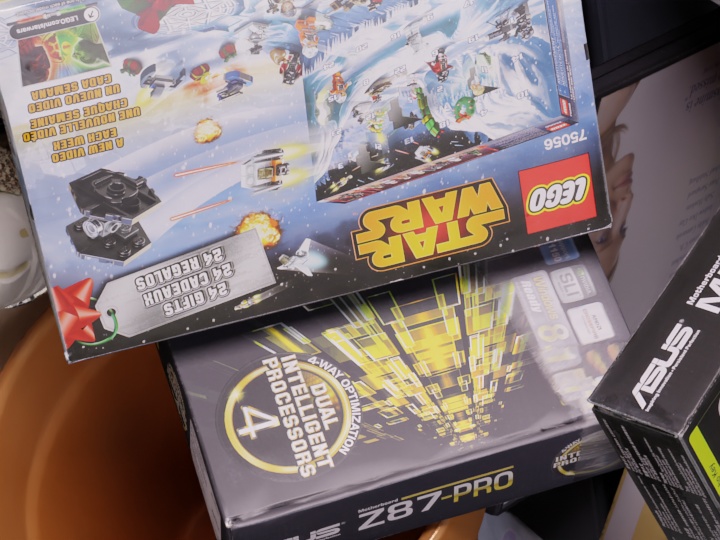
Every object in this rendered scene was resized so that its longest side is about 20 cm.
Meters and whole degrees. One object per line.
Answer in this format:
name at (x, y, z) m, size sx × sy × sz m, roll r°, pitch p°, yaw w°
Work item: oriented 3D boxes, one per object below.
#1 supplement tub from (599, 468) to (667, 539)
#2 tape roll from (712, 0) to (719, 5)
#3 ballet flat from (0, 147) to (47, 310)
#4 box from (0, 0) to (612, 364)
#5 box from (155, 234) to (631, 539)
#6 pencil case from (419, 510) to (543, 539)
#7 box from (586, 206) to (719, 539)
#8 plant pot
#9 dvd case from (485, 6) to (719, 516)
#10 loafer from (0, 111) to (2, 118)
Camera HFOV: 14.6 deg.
supplement tub at (0.159, 0.163, 1.179) m, size 0.145 × 0.145 × 0.200 m, roll 27°, pitch 79°, yaw -34°
tape roll at (0.175, -0.182, 0.985) m, size 0.037 × 0.203 × 0.203 m, roll 24°, pitch 111°, yaw -33°
ballet flat at (-0.170, -0.017, 1.033) m, size 0.200 × 0.075 × 0.068 m, roll 16°, pitch 115°, yaw -31°
box at (-0.020, -0.057, 0.960) m, size 0.200 × 0.040 × 0.137 m, roll -14°, pitch 119°, yaw -6°
box at (0.000, 0.000, 1.033) m, size 0.161 × 0.200 × 0.049 m, roll -13°, pitch 149°, yaw -10°
pencil case at (0.061, 0.162, 1.244) m, size 0.200 × 0.083 × 0.091 m, roll 44°, pitch 63°, yaw -37°
box at (0.180, 0.035, 1.028) m, size 0.193 × 0.048 × 0.200 m, roll -53°, pitch 138°, yaw -18°
plant pot at (-0.035, 0.096, 1.107) m, size 0.200 × 0.200 × 0.140 m, roll -30°, pitch 145°, yaw -1°
dvd case at (0.108, -0.006, 1.148) m, size 0.143 × 0.018 × 0.200 m, roll -28°, pitch 138°, yaw -47°
loafer at (-0.067, -0.083, 1.027) m, size 0.200 × 0.063 × 0.072 m, roll 13°, pitch 129°, yaw 1°
